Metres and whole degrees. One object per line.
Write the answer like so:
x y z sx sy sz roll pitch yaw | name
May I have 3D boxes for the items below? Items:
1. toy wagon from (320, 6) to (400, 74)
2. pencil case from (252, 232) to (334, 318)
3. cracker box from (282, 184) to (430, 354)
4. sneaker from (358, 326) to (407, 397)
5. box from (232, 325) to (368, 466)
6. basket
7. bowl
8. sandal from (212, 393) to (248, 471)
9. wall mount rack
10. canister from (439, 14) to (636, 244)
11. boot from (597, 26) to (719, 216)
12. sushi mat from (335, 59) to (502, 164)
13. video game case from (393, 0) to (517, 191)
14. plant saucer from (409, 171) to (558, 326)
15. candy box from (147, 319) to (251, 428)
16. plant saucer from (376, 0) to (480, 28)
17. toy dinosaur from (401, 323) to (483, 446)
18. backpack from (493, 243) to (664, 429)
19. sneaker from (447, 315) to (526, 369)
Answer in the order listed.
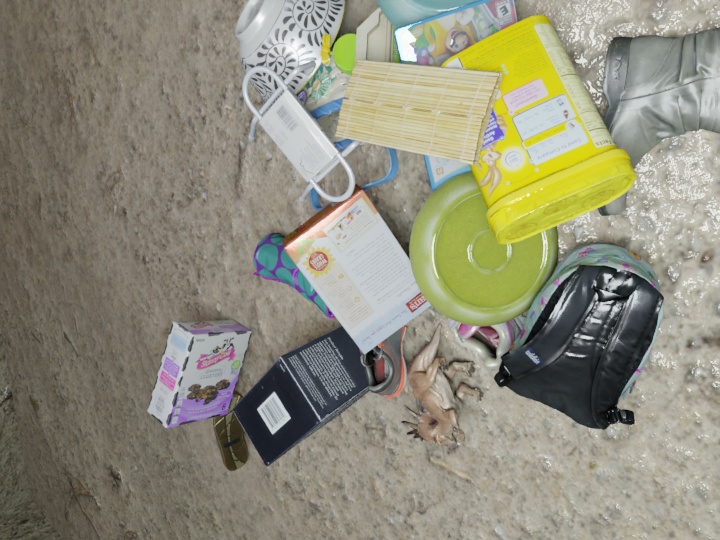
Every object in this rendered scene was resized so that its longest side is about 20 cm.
0.047 -0.282 0.703 0.197 0.040 0.158 3 88 4 | toy wagon
-0.100 0.008 0.960 0.199 0.085 0.093 28 93 31 | pencil case
0.000 0.000 0.769 0.133 0.058 0.201 -35 109 2 | cracker box
0.030 0.100 0.858 0.076 0.082 0.203 -16 76 25 | sneaker
-0.082 0.206 0.933 0.124 0.197 0.200 54 130 13 | box
-0.029 -0.206 0.797 0.175 0.138 0.203 -19 83 42 | basket
-0.121 -0.353 0.789 0.200 0.094 0.203 -29 47 37 | bowl
-0.307 0.377 1.268 0.054 0.079 0.203 32 129 53 | sandal
-0.085 -0.172 0.727 0.173 0.075 0.201 -34 98 38 | wall mount rack
0.177 -0.151 0.577 0.147 0.086 0.203 -23 72 13 | canister
0.324 -0.151 0.573 0.129 0.067 0.203 10 112 31 | boot
0.055 -0.181 0.598 0.198 0.012 0.097 22 97 37 | sushi mat
0.133 -0.212 0.662 0.141 0.018 0.202 -15 112 8 | video game case
0.161 -0.026 0.683 0.197 0.031 0.204 0 97 -3 | plant saucer
-0.333 0.209 1.130 0.071 0.167 0.203 23 100 31 | candy box
0.103 -0.380 0.643 0.197 0.036 0.203 2 98 13 | plant saucer
0.112 0.194 0.849 0.135 0.085 0.203 -20 85 48 | toy dinosaur
0.267 0.068 0.643 0.165 0.127 0.202 20 117 8 | backpack
0.159 0.053 0.757 0.200 0.088 0.082 48 129 18 | sneaker
